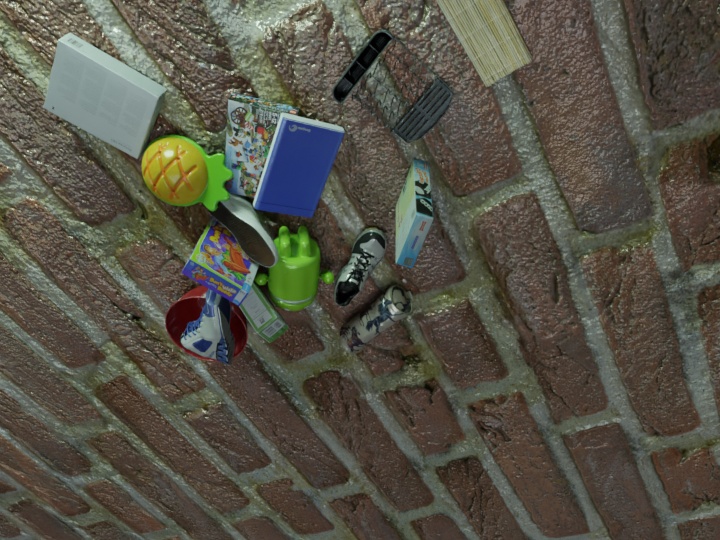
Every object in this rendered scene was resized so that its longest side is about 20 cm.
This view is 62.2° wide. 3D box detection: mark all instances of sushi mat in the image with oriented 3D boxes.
[{"bbox_3d":[0.211,-0.421,1.024,0.095,0.012,0.201,-27,119,25],"label":"sushi mat"}]

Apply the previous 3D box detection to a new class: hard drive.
[{"bbox_3d":[-0.124,-0.202,1.183,0.130,0.026,0.202,6,127,-29],"label":"hard drive"}]

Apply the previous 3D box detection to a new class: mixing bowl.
[{"bbox_3d":[-0.354,0.107,1.429,0.196,0.109,0.203,3,128,4],"label":"mixing bowl"}]

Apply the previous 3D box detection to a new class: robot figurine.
[{"bbox_3d":[-0.148,0.003,1.320,0.172,0.117,0.203,-3,129,-14],"label":"robot figurine"}]

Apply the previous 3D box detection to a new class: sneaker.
[{"bbox_3d":[-0.228,-0.097,1.247,0.200,0.084,0.073,47,127,6],"label":"sneaker"},{"bbox_3d":[-0.348,0.131,1.328,0.113,0.081,0.202,4,128,1],"label":"sneaker"},{"bbox_3d":[0.000,0.000,1.319,0.074,0.088,0.202,23,125,-8],"label":"sneaker"}]

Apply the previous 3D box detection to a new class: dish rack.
[{"bbox_3d":[0.066,-0.324,1.089,0.199,0.055,0.153,35,124,-19],"label":"dish rack"}]

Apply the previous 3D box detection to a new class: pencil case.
[{"bbox_3d":[0.037,0.116,1.408,0.199,0.089,0.078,-40,85,30],"label":"pencil case"}]

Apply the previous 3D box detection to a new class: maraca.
[{"bbox_3d":[-0.349,-0.194,1.196,0.196,0.107,0.140,17,108,8],"label":"maraca"}]

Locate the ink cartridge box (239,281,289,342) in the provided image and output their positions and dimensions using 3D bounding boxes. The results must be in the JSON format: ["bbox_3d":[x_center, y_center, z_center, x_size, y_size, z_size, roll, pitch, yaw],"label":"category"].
[{"bbox_3d":[-0.249,0.060,1.352,0.059,0.201,0.104,-37,160,-5],"label":"ink cartridge box"}]

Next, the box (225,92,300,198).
[{"bbox_3d":[-0.200,-0.239,1.195,0.134,0.038,0.203,12,127,-2],"label":"box"}]

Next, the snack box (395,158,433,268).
[{"bbox_3d":[0.101,-0.114,1.149,0.036,0.202,0.117,14,128,-8],"label":"snack box"}]

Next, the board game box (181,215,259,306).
[{"bbox_3d":[-0.278,-0.035,1.255,0.133,0.202,0.045,32,124,-17],"label":"board game box"}]

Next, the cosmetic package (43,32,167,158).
[{"bbox_3d":[-0.493,-0.332,1.154,0.198,0.052,0.151,28,123,-14],"label":"cosmetic package"}]
